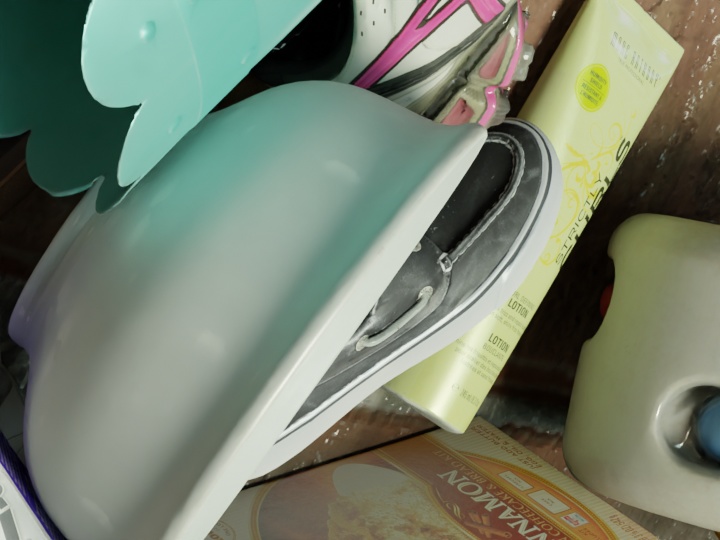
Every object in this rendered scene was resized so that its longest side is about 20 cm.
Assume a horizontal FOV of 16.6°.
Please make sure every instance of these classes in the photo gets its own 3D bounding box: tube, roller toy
[{"bbox_3d":[0.073,-0.027,1.061,0.201,0.052,0.058,-59,-179,-4],"label":"tube"},{"bbox_3d":[0.185,0.058,1.110,0.181,0.200,0.141,13,92,-32],"label":"roller toy"}]

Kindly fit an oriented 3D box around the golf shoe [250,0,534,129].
[{"bbox_3d":[0.029,-0.121,0.802,0.091,0.073,0.201,8,131,-22],"label":"golf shoe"}]

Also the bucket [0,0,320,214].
[{"bbox_3d":[-0.085,-0.137,0.716,0.135,0.207,0.208,-39,137,-18],"label":"bucket"}]

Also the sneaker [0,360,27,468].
[{"bbox_3d":[-0.188,0.097,0.865,0.200,0.075,0.115,-40,137,-26],"label":"sneaker"}]

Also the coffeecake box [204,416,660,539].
[{"bbox_3d":[0.023,0.148,1.043,0.199,0.153,0.074,-14,125,-39],"label":"coffeecake box"}]

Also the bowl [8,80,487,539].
[{"bbox_3d":[-0.051,0.010,0.801,0.202,0.090,0.201,-55,177,-4],"label":"bowl"}]

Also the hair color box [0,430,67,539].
[{"bbox_3d":[-0.173,0.064,0.782,0.109,0.065,0.201,-32,107,-3],"label":"hair color box"}]

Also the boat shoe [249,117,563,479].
[{"bbox_3d":[0.000,0.000,0.984,0.200,0.072,0.068,-38,151,-11],"label":"boat shoe"}]

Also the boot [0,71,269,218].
[{"bbox_3d":[-0.073,-0.070,0.859,0.200,0.073,0.076,-44,127,-17],"label":"boot"}]
